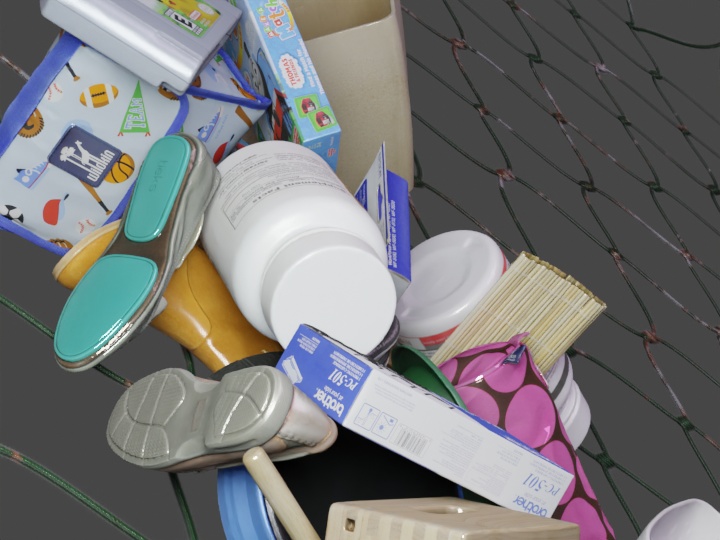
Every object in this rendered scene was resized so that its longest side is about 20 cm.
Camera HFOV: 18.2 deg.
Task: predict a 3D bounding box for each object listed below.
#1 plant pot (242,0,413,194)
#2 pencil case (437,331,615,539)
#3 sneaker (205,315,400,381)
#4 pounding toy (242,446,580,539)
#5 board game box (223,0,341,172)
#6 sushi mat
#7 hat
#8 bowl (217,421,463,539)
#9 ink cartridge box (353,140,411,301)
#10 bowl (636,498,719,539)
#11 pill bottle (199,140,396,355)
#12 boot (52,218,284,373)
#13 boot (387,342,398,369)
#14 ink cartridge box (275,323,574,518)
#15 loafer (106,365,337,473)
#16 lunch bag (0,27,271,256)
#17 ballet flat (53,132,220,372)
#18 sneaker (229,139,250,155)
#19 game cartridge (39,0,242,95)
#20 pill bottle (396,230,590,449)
[{"bbox_3d":[-0.042,-0.153,1.996,0.200,0.199,0.178,-91,164,-64],"label":"plant pot"},{"bbox_3d":[0.132,0.153,1.773,0.094,0.091,0.201,-32,105,-32],"label":"pencil case"},{"bbox_3d":[-0.052,0.111,1.642,0.200,0.116,0.076,-32,58,-34],"label":"sneaker"},{"bbox_3d":[0.026,0.213,1.421,0.142,0.185,0.200,8,1,33],"label":"pounding toy"},{"bbox_3d":[-0.068,-0.153,1.778,0.151,0.036,0.201,98,-27,-64],"label":"board game box"},{"bbox_3d":[0.104,0.077,1.813,0.096,0.200,0.012,30,22,-26],"label":"sushi mat"},{"bbox_3d":[-0.002,0.165,1.702,0.166,0.176,0.200,55,-16,26],"label":"hat"},{"bbox_3d":[-0.007,0.158,1.539,0.200,0.039,0.201,18,61,-36],"label":"bowl"},{"bbox_3d":[0.000,0.000,1.724,0.039,0.200,0.100,11,53,-16],"label":"ink cartridge box"},{"bbox_3d":[0.307,0.300,1.919,0.200,0.075,0.200,47,20,13],"label":"bowl"},{"bbox_3d":[-0.043,-0.011,1.599,0.114,0.115,0.200,32,9,-25],"label":"pill bottle"},{"bbox_3d":[-0.128,0.032,1.670,0.144,0.071,0.201,55,27,16],"label":"boot"},{"bbox_3d":[-0.034,0.015,1.883,0.175,0.066,0.200,31,24,-28],"label":"boot"},{"bbox_3d":[0.043,0.104,1.500,0.200,0.044,0.094,30,0,-37],"label":"ink cartridge box"},{"bbox_3d":[-0.093,0.105,1.462,0.063,0.200,0.072,31,67,-30],"label":"loafer"},{"bbox_3d":[-0.189,-0.102,1.682,0.124,0.170,0.200,46,19,26],"label":"lunch bag"},{"bbox_3d":[-0.151,-0.004,1.592,0.067,0.201,0.064,9,-27,31],"label":"ballet flat"},{"bbox_3d":[-0.121,-0.053,1.838,0.095,0.079,0.200,16,31,-44],"label":"sneaker"},{"bbox_3d":[-0.161,-0.193,1.633,0.133,0.041,0.200,28,19,-3],"label":"game cartridge"},{"bbox_3d":[0.108,0.073,1.889,0.200,0.114,0.114,56,10,-34],"label":"pill bottle"}]
